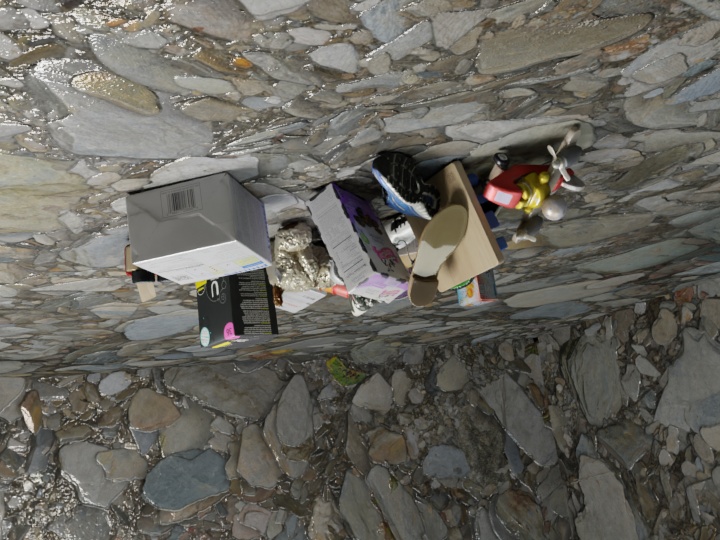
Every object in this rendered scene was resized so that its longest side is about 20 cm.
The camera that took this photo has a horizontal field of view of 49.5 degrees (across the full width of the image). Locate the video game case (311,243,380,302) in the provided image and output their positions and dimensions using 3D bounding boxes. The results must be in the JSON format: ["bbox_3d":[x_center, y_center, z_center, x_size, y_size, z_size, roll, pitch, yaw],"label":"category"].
[{"bbox_3d":[-0.033,0.008,1.857,0.181,0.022,0.200,31,174,14],"label":"video game case"}]

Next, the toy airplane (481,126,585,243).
[{"bbox_3d":[0.332,-0.145,1.409,0.198,0.142,0.200,-35,143,8],"label":"toy airplane"}]

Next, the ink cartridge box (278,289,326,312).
[{"bbox_3d":[-0.172,0.041,1.987,0.114,0.068,0.199,19,156,-23],"label":"ink cartridge box"}]

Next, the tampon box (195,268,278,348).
[{"bbox_3d":[-0.288,0.067,1.794,0.125,0.203,0.149,4,162,-41],"label":"tampon box"}]

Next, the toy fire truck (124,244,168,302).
[{"bbox_3d":[-0.408,-0.004,1.640,0.173,0.131,0.199,-3,178,-23],"label":"toy fire truck"}]

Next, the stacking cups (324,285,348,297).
[{"bbox_3d":[-0.108,0.019,1.815,0.198,0.061,0.060,19,179,25],"label":"stacking cups"}]

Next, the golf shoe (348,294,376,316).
[{"bbox_3d":[0.000,0.000,1.698,0.076,0.203,0.088,13,148,-11],"label":"golf shoe"}]

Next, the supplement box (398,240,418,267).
[{"bbox_3d":[0.079,-0.049,1.814,0.197,0.075,0.126,-11,166,14],"label":"supplement box"}]

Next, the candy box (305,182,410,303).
[{"bbox_3d":[0.000,-0.048,1.474,0.071,0.202,0.167,-34,158,19],"label":"candy box"}]

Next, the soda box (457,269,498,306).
[{"bbox_3d":[0.248,-0.024,1.743,0.063,0.203,0.068,3,164,-40],"label":"soda box"}]

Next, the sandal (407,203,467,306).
[{"bbox_3d":[0.131,-0.041,1.462,0.076,0.214,0.070,11,-156,-18],"label":"sandal"}]

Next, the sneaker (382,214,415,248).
[{"bbox_3d":[0.106,-0.103,1.653,0.197,0.075,0.080,-17,150,17],"label":"sneaker"}]

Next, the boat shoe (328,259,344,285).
[{"bbox_3d":[-0.017,-0.034,1.598,0.074,0.203,0.065,34,132,-11],"label":"boat shoe"}]

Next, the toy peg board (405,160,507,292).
[{"bbox_3d":[0.198,-0.090,1.500,0.097,0.202,0.199,-21,174,-32],"label":"toy peg board"}]

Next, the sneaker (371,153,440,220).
[{"bbox_3d":[0.067,-0.142,1.397,0.088,0.080,0.200,1,159,31],"label":"sneaker"}]

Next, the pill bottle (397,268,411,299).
[{"bbox_3d":[0.083,0.010,1.978,0.111,0.114,0.200,-11,166,11],"label":"pill bottle"}]

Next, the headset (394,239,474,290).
[{"bbox_3d":[0.149,-0.006,1.659,0.198,0.095,0.124,22,142,-13],"label":"headset"}]

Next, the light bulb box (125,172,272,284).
[{"bbox_3d":[-0.283,-0.068,1.401,0.195,0.127,0.200,-11,167,9],"label":"light bulb box"}]

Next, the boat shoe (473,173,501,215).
[{"bbox_3d":[0.245,-0.131,1.560,0.071,0.063,0.200,25,158,1],"label":"boat shoe"}]

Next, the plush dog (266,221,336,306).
[{"bbox_3d":[-0.110,-0.004,1.686,0.169,0.163,0.200,0,164,-21],"label":"plush dog"}]
